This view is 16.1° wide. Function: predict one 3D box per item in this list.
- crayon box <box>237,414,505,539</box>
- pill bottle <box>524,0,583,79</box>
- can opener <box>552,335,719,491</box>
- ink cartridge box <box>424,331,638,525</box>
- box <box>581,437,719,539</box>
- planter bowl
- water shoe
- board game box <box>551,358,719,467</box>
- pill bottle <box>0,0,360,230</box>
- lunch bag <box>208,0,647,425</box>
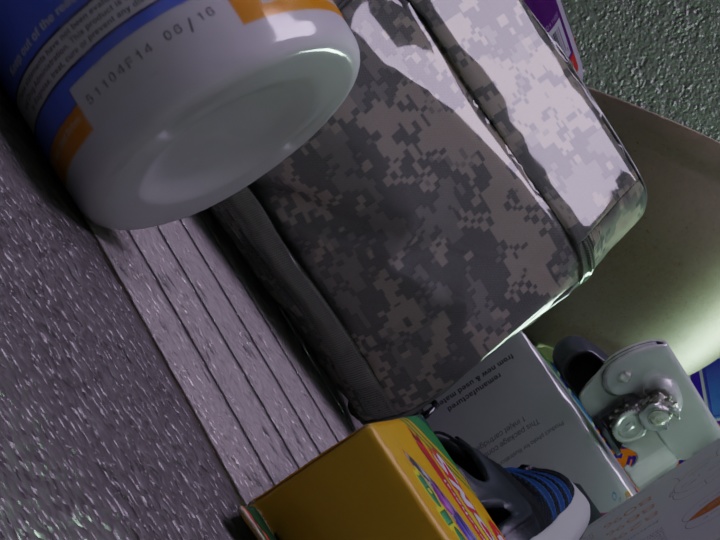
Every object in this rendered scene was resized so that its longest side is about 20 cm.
[{"bbox_3d":[0.026,0.113,0.844,0.127,0.051,0.200,56,5,5],"label":"crayon box"},{"bbox_3d":[0.034,-0.160,1.285,0.112,0.112,0.200,-117,-176,-62],"label":"pill bottle"},{"bbox_3d":[0.169,0.104,1.308,0.200,0.053,0.066,54,3,-30],"label":"can opener"},{"bbox_3d":[0.111,0.141,1.320,0.200,0.087,0.145,58,4,13],"label":"ink cartridge box"},{"bbox_3d":[0.147,0.162,1.126,0.106,0.152,0.200,56,5,-2],"label":"box"},{"bbox_3d":[0.139,-0.008,1.413,0.200,0.135,0.200,25,-3,1],"label":"planter bowl"},{"bbox_3d":[0.051,0.098,1.086,0.079,0.071,0.200,53,4,-1],"label":"water shoe"},{"bbox_3d":[0.200,0.064,1.579,0.200,0.199,0.200,54,35,-65],"label":"board game box"},{"bbox_3d":[-0.096,-0.123,0.883,0.200,0.112,0.112,57,5,15],"label":"pill bottle"},{"bbox_3d":[0.009,-0.046,1.185,0.139,0.168,0.200,-17,-68,47],"label":"lunch bag"}]
